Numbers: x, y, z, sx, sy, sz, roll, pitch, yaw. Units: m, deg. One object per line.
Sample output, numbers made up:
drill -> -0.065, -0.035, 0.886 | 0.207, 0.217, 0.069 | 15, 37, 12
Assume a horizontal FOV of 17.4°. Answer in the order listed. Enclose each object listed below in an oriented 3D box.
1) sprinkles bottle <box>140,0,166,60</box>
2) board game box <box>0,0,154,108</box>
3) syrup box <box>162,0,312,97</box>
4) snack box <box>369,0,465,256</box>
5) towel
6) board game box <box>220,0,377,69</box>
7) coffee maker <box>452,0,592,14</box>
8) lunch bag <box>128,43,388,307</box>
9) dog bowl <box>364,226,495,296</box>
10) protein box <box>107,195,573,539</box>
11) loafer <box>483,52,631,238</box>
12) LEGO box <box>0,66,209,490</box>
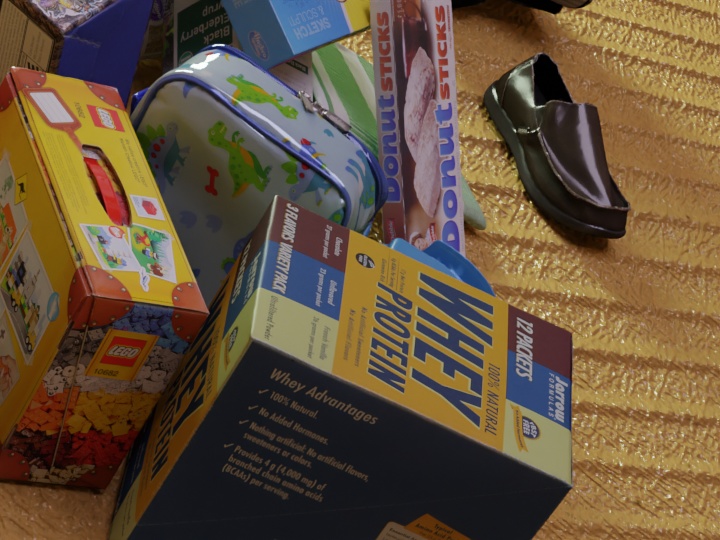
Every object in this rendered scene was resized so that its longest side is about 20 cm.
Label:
sprinkles bottle -> -0.175, -0.185, 1.725 | 0.068, 0.068, 0.200 | 45, 33, 19
board game box -> -0.246, -0.188, 1.553 | 0.200, 0.160, 0.097 | 41, 53, 13
syrup box -> -0.090, -0.184, 1.706 | 0.081, 0.079, 0.201 | 26, 53, -42
snack box -> 0.042, -0.101, 1.715 | 0.024, 0.201, 0.072 | 1, 8, 39
towel -> 0.008, -0.118, 1.787 | 0.200, 0.023, 0.153 | 31, 24, -45
board game box -> -0.040, -0.237, 1.694 | 0.200, 0.040, 0.153 | -30, 96, -54
coffee maker -> 0.106, -0.322, 2.113 | 0.199, 0.135, 0.192 | 12, 36, -32
lunch bag -> -0.090, -0.029, 1.452 | 0.161, 0.200, 0.082 | 36, 30, 6
dog bowl -> 0.000, 0.000, 1.643 | 0.200, 0.050, 0.112 | 31, 31, -1
protein box -> -0.011, 0.105, 1.330 | 0.198, 0.200, 0.135 | 25, 34, -13
loafer -> 0.165, -0.106, 1.922 | 0.073, 0.071, 0.200 | 5, 40, -38
LEGO box -> -0.178, 0.004, 1.376 | 0.077, 0.149, 0.200 | 9, 38, -33
